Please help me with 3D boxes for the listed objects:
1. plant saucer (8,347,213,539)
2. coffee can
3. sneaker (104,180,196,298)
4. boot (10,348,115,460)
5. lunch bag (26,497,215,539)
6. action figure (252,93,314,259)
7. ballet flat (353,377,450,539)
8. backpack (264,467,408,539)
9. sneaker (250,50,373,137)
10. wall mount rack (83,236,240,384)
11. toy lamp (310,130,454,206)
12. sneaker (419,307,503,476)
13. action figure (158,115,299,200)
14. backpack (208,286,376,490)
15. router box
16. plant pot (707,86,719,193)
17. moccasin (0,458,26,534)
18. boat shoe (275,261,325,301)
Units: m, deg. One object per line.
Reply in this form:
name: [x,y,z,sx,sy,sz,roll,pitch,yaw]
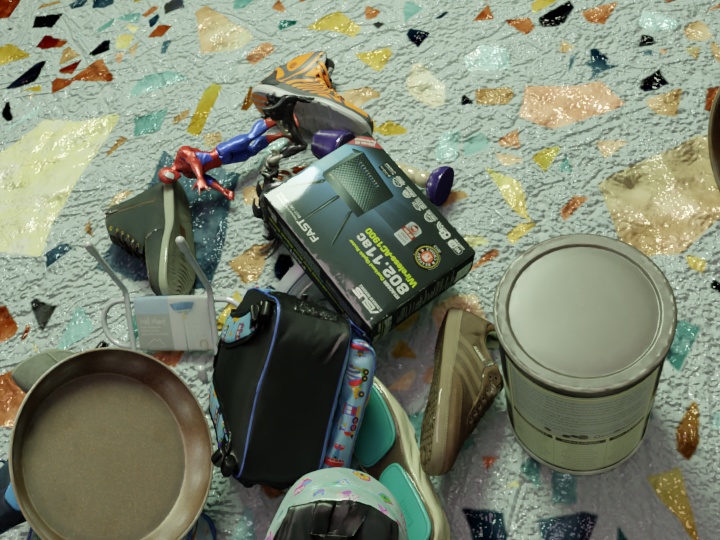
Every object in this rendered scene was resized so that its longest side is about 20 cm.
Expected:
plant saucer: [-0.232,0.174,0.700,0.034,0.199,0.203,-28,45,41]
coffee can: [0.200,0.085,0.683,0.144,0.201,0.148,-7,55,10]
sneaker: [-0.277,-0.026,0.970,0.105,0.075,0.202,-19,46,8]
boot: [-0.313,0.153,0.808,0.199,0.181,0.073,35,97,24]
lunch bag: [-0.246,0.313,0.736,0.197,0.076,0.162,-8,58,9]
action figure: [-0.083,-0.115,0.931,0.100,0.203,0.119,2,13,-8]
ballet flat: [0.038,0.193,0.744,0.069,0.070,0.202,-22,55,0]
backpack: [-0.030,0.274,0.633,0.164,0.127,0.204,9,94,-6]
sneaker: [-0.051,-0.252,1.045,0.198,0.078,0.113,25,62,22]
wall mount rack: [-0.232,0.043,0.857,0.197,0.177,0.075,-2,14,14]
toy lamp: [0.023,-0.137,0.965,0.198,0.058,0.059,25,67,26]
sneaker: [0.109,0.118,0.747,0.074,0.071,0.202,16,46,0]
action figure: [-0.167,-0.139,0.993,0.197,0.066,0.100,-20,63,-15]
backpack: [-0.085,0.112,0.770,0.133,0.200,0.186,14,91,-20]
router box: [0.006,-0.038,0.822,0.149,0.062,0.200,-34,71,-19]
plant pot: [0.506,-0.140,0.762,0.195,0.201,0.202,-18,54,-6]
moccasin: [-0.348,0.214,0.763,0.068,0.200,0.081,-40,90,-8]
boat shoe: [0.001,0.002,0.878,0.200,0.075,0.086,-31,68,-15]
